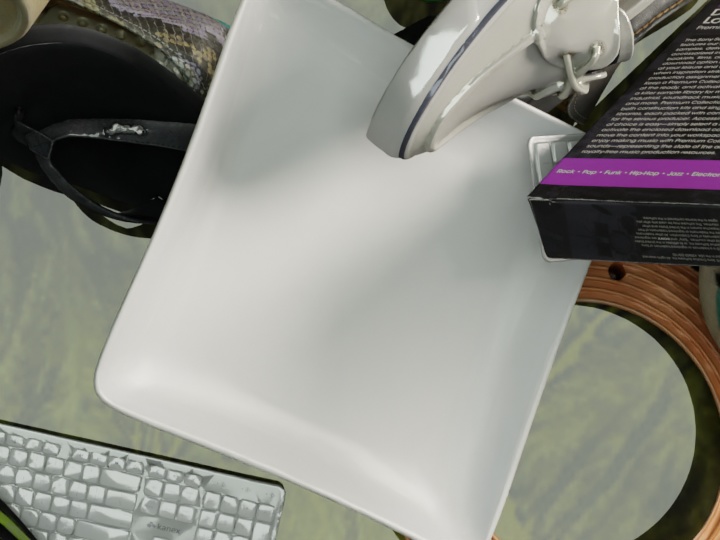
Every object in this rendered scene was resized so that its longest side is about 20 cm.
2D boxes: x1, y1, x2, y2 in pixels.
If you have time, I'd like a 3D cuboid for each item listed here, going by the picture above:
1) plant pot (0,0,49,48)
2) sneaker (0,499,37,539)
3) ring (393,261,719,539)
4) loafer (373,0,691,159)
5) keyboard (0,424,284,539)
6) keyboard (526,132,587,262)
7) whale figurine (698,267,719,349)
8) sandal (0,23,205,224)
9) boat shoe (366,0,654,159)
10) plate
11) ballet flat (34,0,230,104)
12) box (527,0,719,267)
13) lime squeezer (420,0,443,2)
[{"bbox_3d":[-0.164,-0.201,0.934,0.186,0.188,0.201,9,68,-3],"label":"plant pot"},{"bbox_3d":[-0.142,0.175,0.988,0.200,0.083,0.072,41,98,-9],"label":"sneaker"},{"bbox_3d":[0.104,0.079,1.025,0.199,0.019,0.202,3,73,-9],"label":"ring"},{"bbox_3d":[0.089,-0.102,1.037,0.199,0.073,0.073,-25,111,1],"label":"loafer"},{"bbox_3d":[-0.138,0.107,1.031,0.198,0.011,0.057,13,87,-2],"label":"keyboard"},{"bbox_3d":[0.167,-0.039,1.027,0.199,0.011,0.057,-5,90,-25],"label":"keyboard"},{"bbox_3d":[0.253,-0.003,1.003,0.199,0.104,0.160,-5,112,-22],"label":"whale figurine"},{"bbox_3d":[-0.091,-0.048,0.988,0.199,0.043,0.076,24,126,-22],"label":"sandal"},{"bbox_3d":[0.088,-0.108,0.952,0.066,0.072,0.200,42,67,11],"label":"boat shoe"},{"bbox_3d":[0.000,0.000,0.973,0.199,0.032,0.201,25,78,-22],"label":"plate"},{"bbox_3d":[-0.149,-0.110,1.011,0.199,0.072,0.073,20,87,-3],"label":"ballet flat"},{"bbox_3d":[0.181,-0.066,0.957,0.200,0.142,0.036,-46,128,-41],"label":"box"},{"bbox_3d":[0.035,-0.150,0.995,0.071,0.199,0.038,38,68,-31],"label":"lime squeezer"}]
